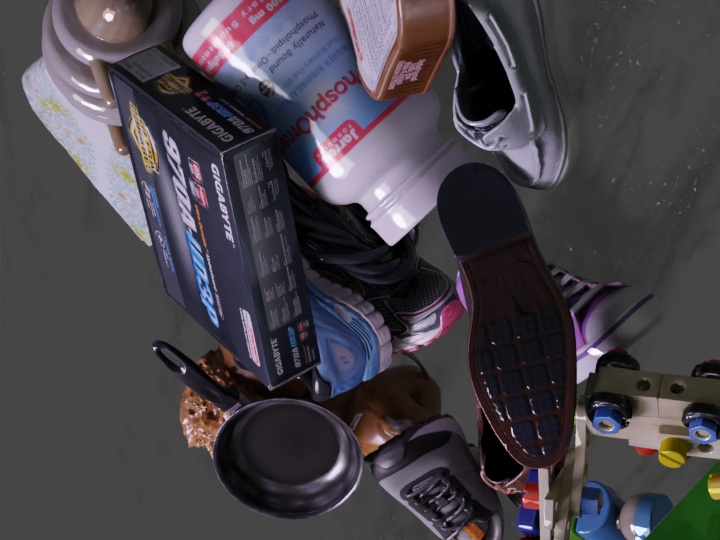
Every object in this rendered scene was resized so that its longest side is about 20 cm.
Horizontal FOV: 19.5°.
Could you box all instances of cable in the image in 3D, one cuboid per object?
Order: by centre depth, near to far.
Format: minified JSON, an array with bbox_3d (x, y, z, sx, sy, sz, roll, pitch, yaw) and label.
[{"bbox_3d":[-0.039,-0.068,1.500,0.051,0.163,0.200,-41,92,25],"label":"cable"}]

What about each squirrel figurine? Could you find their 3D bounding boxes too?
[{"bbox_3d":[-0.038,0.111,1.707,0.186,0.200,0.142,37,148,15],"label":"squirrel figurine"}]

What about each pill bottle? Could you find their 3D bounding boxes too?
[{"bbox_3d":[-0.017,-0.117,1.420,0.200,0.109,0.109,47,157,-1],"label":"pill bottle"}]

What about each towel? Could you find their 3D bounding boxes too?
[{"bbox_3d":[-0.211,-0.113,1.836,0.200,0.048,0.171,52,156,-10],"label":"towel"}]

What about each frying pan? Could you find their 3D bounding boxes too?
[{"bbox_3d":[-0.088,0.124,1.578,0.189,0.031,0.115,25,122,-9],"label":"frying pan"}]

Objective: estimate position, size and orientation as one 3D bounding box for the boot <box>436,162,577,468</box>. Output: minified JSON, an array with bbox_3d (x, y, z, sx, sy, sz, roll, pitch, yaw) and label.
[{"bbox_3d":[0.105,0.031,1.379,0.097,0.074,0.201,24,-127,-77],"label":"boot"}]

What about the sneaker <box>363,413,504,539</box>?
[{"bbox_3d":[0.068,0.171,1.658,0.200,0.074,0.080,37,-155,-59],"label":"sneaker"}]

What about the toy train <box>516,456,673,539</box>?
[{"bbox_3d":[0.211,0.211,1.614,0.115,0.085,0.200,4,158,35],"label":"toy train"}]

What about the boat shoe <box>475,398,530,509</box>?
[{"bbox_3d":[0.119,0.137,1.641,0.070,0.070,0.200,28,152,28],"label":"boat shoe"}]

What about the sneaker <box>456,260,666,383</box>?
[{"bbox_3d":[0.125,0.019,1.446,0.114,0.073,0.200,54,155,-6],"label":"sneaker"}]

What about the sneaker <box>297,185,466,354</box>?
[{"bbox_3d":[0.000,0.000,1.613,0.200,0.081,0.075,26,147,41],"label":"sneaker"}]

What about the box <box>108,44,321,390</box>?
[{"bbox_3d":[-0.100,-0.038,1.450,0.159,0.046,0.201,38,147,45],"label":"box"}]

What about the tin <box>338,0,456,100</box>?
[{"bbox_3d":[0.018,-0.173,1.280,0.200,0.042,0.112,117,143,-76],"label":"tin"}]

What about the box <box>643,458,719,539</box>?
[{"bbox_3d":[0.238,0.251,1.454,0.097,0.200,0.177,35,155,27],"label":"box"}]

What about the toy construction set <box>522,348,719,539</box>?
[{"bbox_3d":[0.203,0.119,1.370,0.199,0.092,0.131,-6,139,6],"label":"toy construction set"}]

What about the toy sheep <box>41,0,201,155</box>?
[{"bbox_3d":[-0.178,-0.168,1.590,0.138,0.138,0.200,42,162,10],"label":"toy sheep"}]

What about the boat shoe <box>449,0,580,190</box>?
[{"bbox_3d":[0.084,-0.115,1.296,0.070,0.071,0.201,30,151,34],"label":"boat shoe"}]

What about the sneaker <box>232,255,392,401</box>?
[{"bbox_3d":[-0.074,0.027,1.569,0.200,0.090,0.079,32,143,25],"label":"sneaker"}]
